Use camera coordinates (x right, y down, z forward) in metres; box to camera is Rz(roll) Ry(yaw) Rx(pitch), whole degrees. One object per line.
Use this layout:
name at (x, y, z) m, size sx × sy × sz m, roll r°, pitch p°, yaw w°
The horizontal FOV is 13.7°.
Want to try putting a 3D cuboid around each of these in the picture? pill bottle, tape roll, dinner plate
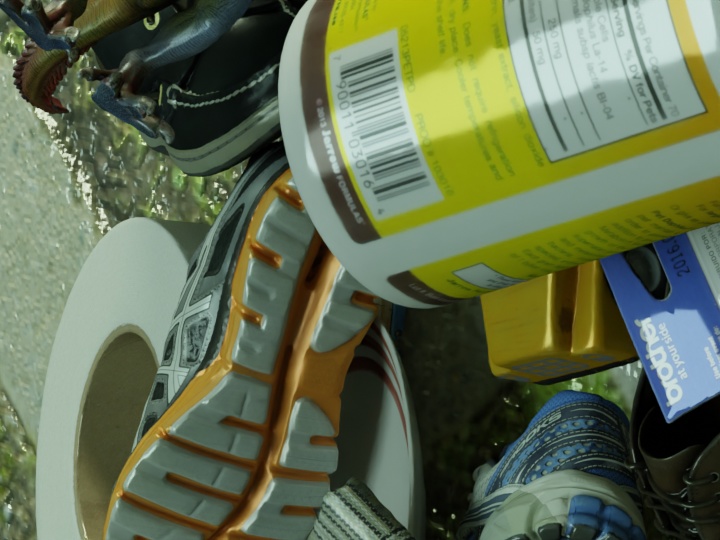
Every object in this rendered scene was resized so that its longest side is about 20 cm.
pill bottle at (0.082, -0.063, 0.903) m, size 0.200 × 0.109 × 0.110 m, roll -17°, pitch 81°, yaw 31°
tape roll at (-0.088, 0.078, 1.278) m, size 0.203 × 0.037 × 0.203 m, roll -23°, pitch 64°, yaw 60°
dinner plate at (-0.010, 0.111, 1.167) m, size 0.200 × 0.024 × 0.201 m, roll -172°, pitch 90°, yaw -68°

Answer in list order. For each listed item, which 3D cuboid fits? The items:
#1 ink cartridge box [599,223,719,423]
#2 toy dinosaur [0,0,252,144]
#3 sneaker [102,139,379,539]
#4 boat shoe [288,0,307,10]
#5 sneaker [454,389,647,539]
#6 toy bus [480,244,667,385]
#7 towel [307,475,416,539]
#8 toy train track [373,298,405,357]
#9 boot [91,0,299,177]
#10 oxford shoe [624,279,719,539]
ink cartridge box at (0.162, -0.046, 0.936) m, size 0.200 × 0.042 × 0.120 m, roll -31°, pitch 68°, yaw 24°
toy dinosaur at (-0.055, -0.148, 1.063) m, size 0.182 × 0.105 × 0.200 m, roll -56°, pitch 28°, yaw -13°
sneaker at (-0.045, 0.040, 1.153) m, size 0.200 × 0.078 × 0.077 m, roll -63°, pitch 26°, yaw 11°
boat shoe at (-0.054, -0.181, 1.223) m, size 0.074 × 0.060 × 0.200 m, roll -40°, pitch 64°, yaw 46°
sneaker at (0.065, 0.114, 1.113) m, size 0.200 × 0.077 × 0.085 m, roll 116°, pitch 167°, yaw -53°
toy bus at (0.061, -0.065, 1.065) m, size 0.065 × 0.078 × 0.201 m, roll -17°, pitch 66°, yaw 51°
towel at (0.009, 0.204, 1.063) m, size 0.193 × 0.034 × 0.200 m, roll 48°, pitch 131°, yaw 24°
toy train track at (0.000, 0.000, 1.202) m, size 0.115 × 0.032 × 0.201 m, roll 22°, pitch 113°, yaw 48°
boot at (-0.082, -0.120, 1.179) m, size 0.154 × 0.073 × 0.204 m, roll 59°, pitch 167°, yaw -14°
oxford shoe at (0.121, 0.076, 1.020) m, size 0.073 × 0.084 × 0.201 m, roll 10°, pitch 104°, yaw 49°
